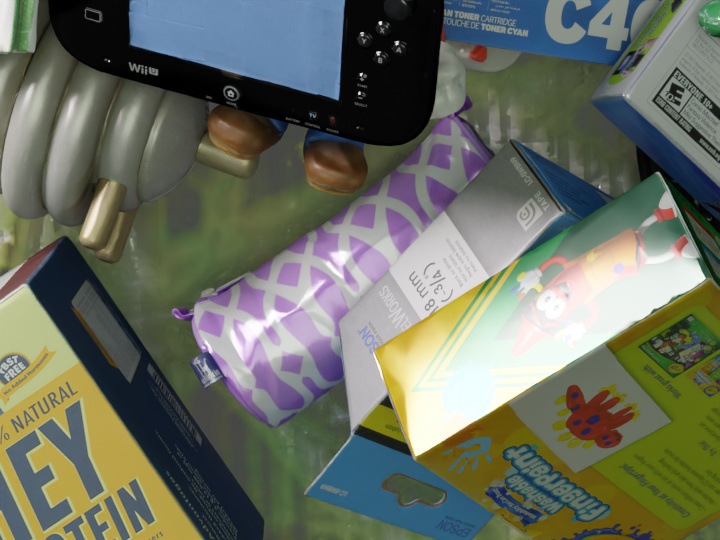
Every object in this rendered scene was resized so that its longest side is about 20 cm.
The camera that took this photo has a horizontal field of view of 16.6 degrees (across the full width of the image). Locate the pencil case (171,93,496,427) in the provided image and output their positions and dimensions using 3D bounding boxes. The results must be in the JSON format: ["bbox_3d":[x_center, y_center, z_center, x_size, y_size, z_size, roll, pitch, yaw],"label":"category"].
[{"bbox_3d":[0.000,0.000,1.312,0.200,0.084,0.086,-35,73,2],"label":"pencil case"}]

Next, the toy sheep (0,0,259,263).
[{"bbox_3d":[-0.148,-0.082,1.270,0.200,0.138,0.138,20,97,1],"label":"toy sheep"}]

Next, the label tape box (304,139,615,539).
[{"bbox_3d":[0.065,0.042,1.280,0.200,0.063,0.144,-47,140,16],"label":"label tape box"}]

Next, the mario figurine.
[{"bbox_3d":[-0.010,-0.135,1.181,0.123,0.106,0.200,4,117,-33],"label":"mario figurine"}]

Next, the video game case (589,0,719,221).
[{"bbox_3d":[0.245,-0.095,1.277,0.200,0.045,0.181,41,77,-17],"label":"video game case"}]

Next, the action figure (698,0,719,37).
[{"bbox_3d":[0.258,-0.148,1.232,0.200,0.055,0.118,-18,100,-17],"label":"action figure"}]

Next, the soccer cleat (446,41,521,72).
[{"bbox_3d":[0.013,-0.181,1.296,0.200,0.078,0.069,41,82,-26],"label":"soccer cleat"}]

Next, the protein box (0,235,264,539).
[{"bbox_3d":[-0.158,0.109,1.258,0.135,0.200,0.199,-34,97,3],"label":"protein box"}]

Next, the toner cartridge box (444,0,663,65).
[{"bbox_3d":[0.116,-0.155,1.276,0.200,0.043,0.095,6,97,-23],"label":"toner cartridge box"}]

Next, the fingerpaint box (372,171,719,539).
[{"bbox_3d":[0.130,0.059,1.215,0.167,0.200,0.073,-33,52,16],"label":"fingerpaint box"}]

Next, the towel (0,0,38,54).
[{"bbox_3d":[-0.220,-0.176,1.233,0.023,0.200,0.153,6,88,-43],"label":"towel"}]

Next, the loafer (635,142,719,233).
[{"bbox_3d":[0.212,-0.014,1.325,0.070,0.068,0.201,-31,96,-30],"label":"loafer"}]

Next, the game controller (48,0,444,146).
[{"bbox_3d":[-0.055,-0.123,1.152,0.200,0.042,0.104,16,118,17],"label":"game controller"}]
